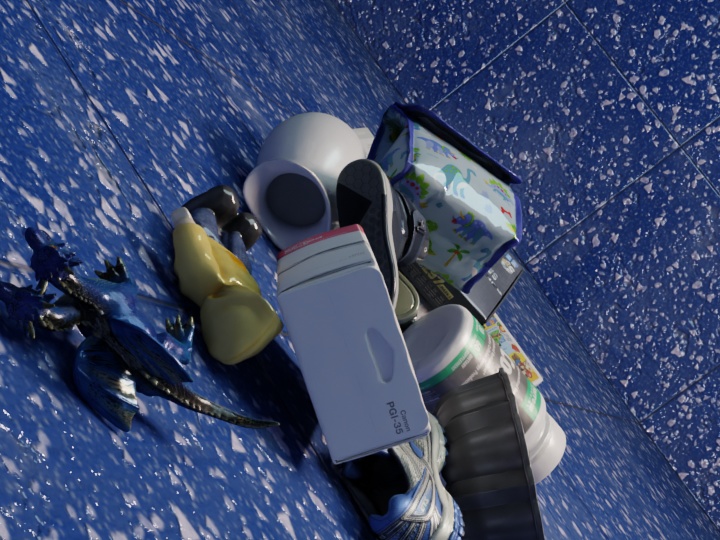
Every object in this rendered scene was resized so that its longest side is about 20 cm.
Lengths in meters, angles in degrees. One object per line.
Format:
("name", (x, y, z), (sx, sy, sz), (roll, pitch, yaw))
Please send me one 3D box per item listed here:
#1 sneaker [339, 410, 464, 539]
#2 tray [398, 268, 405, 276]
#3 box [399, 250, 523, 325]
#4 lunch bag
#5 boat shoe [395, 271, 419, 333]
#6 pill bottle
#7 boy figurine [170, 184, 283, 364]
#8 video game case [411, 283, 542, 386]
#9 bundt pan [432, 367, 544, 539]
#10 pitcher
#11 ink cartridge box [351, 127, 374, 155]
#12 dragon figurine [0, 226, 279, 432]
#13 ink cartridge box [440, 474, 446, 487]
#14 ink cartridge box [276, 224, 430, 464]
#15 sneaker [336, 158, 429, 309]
("sneaker", (0.024, 0.155, 1.144), (0.085, 0.077, 0.200), (38, 14, -29))
("tray", (0.028, -0.004, 1.792), (0.099, 0.037, 0.200), (39, 16, -53))
("box", (0.101, -0.032, 1.721), (0.200, 0.051, 0.158), (49, 34, -2))
("lunch bag", (0.094, -0.100, 1.632), (0.170, 0.127, 0.200), (35, 28, -17))
("boat shoe", (0.002, -0.001, 1.597), (0.199, 0.074, 0.066), (48, -21, 30))
("pill bottle", (0.129, 0.142, 1.526), (0.200, 0.113, 0.113), (47, 11, -23))
("boy figurine", (-0.107, 0.003, 1.108), (0.124, 0.064, 0.200), (53, 7, -27))
("video game case", (0.117, 0.089, 1.688), (0.182, 0.023, 0.200), (55, 35, 11))
("bundt pan", (0.110, 0.191, 1.237), (0.202, 0.076, 0.202), (-10, 90, -89))
("pitcher", (-0.050, -0.075, 1.523), (0.200, 0.121, 0.172), (-72, 145, -65))
("ink cartridge box", (-0.006, -0.094, 1.751), (0.174, 0.044, 0.200), (53, 31, 14))
("dragon figurine", (-0.135, 0.052, 0.830), (0.200, 0.059, 0.099), (49, 11, -15))
("ink cartridge box", (0.115, 0.224, 1.405), (0.200, 0.042, 0.119), (55, 10, 24))
("ink cartridge box", (-0.010, 0.052, 1.136), (0.200, 0.083, 0.147), (-106, 178, -81))
("sneaker", (0.023, 0.002, 1.470), (0.146, 0.077, 0.203), (43, 49, -65))
